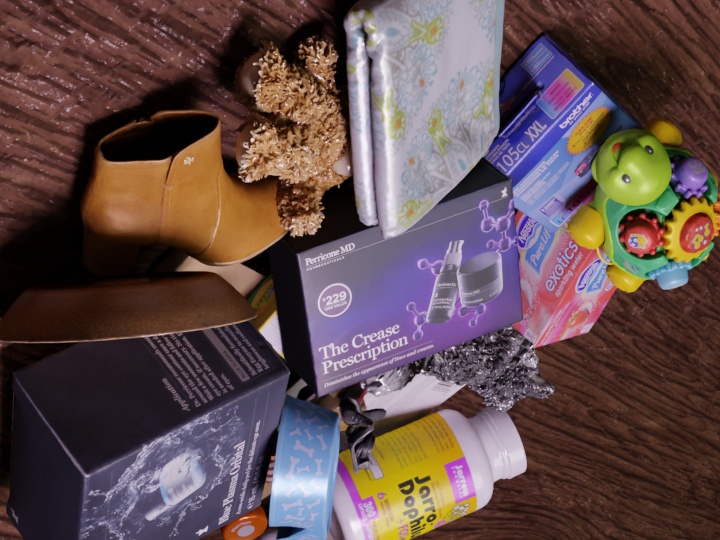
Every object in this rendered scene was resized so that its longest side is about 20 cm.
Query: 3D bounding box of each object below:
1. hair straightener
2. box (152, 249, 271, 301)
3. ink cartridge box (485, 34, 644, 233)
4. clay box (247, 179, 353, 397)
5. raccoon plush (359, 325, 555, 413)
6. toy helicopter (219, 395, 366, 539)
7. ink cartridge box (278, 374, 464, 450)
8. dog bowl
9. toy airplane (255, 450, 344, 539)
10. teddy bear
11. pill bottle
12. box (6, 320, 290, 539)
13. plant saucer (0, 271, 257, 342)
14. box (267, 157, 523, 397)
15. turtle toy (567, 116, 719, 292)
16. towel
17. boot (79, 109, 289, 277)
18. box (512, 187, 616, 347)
[{"bbox_3d":[0.006,0.139,1.580,0.040,0.078,0.200,-13,-177,-1],"label":"hair straightener"},{"bbox_3d":[-0.167,0.063,1.529,0.200,0.021,0.163,-47,153,7],"label":"box"},{"bbox_3d":[0.168,-0.126,1.645,0.137,0.076,0.200,-47,151,10],"label":"ink cartridge box"},{"bbox_3d":[0.000,0.000,1.556,0.200,0.048,0.115,-49,128,1],"label":"clay box"},{"bbox_3d":[0.084,0.099,1.622,0.199,0.135,0.096,-36,-165,-30],"label":"raccoon plush"},{"bbox_3d":[-0.086,0.166,1.702,0.199,0.079,0.132,-32,141,9],"label":"toy helicopter"},{"bbox_3d":[0.001,0.107,1.732,0.175,0.045,0.200,14,140,-35],"label":"ink cartridge box"},{"bbox_3d":[-0.047,0.178,1.565,0.049,0.113,0.200,7,162,1],"label":"dog bowl"},{"bbox_3d":[-0.041,0.295,1.849,0.140,0.201,0.200,7,134,-29],"label":"toy airplane"},{"bbox_3d":[-0.040,-0.105,1.363,0.066,0.147,0.200,-2,156,20],"label":"teddy bear"},{"bbox_3d":[0.060,0.202,1.757,0.198,0.105,0.105,-22,149,-12],"label":"pill bottle"},{"bbox_3d":[-0.178,0.143,1.476,0.199,0.118,0.198,-25,149,-30],"label":"box"},{"bbox_3d":[-0.177,0.024,1.337,0.199,0.199,0.036,-9,96,-47],"label":"plant saucer"},{"bbox_3d":[0.030,0.000,1.495,0.198,0.079,0.143,-20,120,-18],"label":"box"},{"bbox_3d":[0.271,-0.062,1.656,0.146,0.101,0.200,-51,130,-4],"label":"turtle toy"},{"bbox_3d":[0.054,-0.146,1.399,0.171,0.048,0.202,-42,139,-42],"label":"towel"},{"bbox_3d":[-0.116,-0.067,1.348,0.200,0.071,0.145,-17,150,-30],"label":"boot"},{"bbox_3d":[0.215,-0.032,1.815,0.094,0.103,0.201,-13,142,-42],"label":"box"}]
